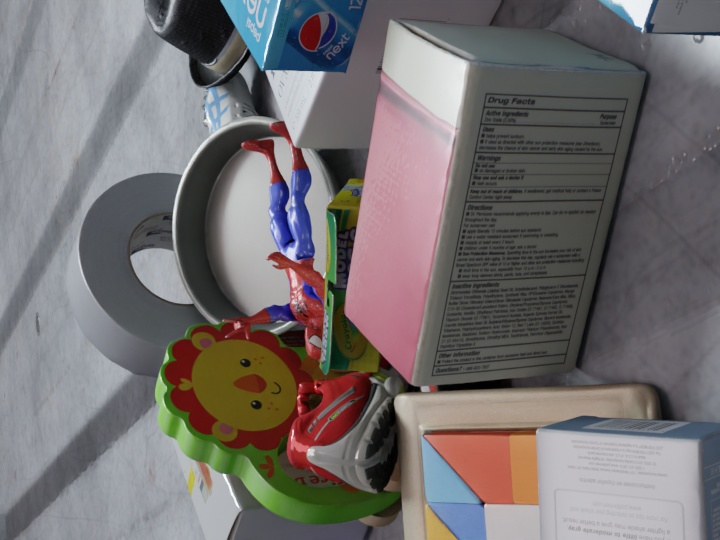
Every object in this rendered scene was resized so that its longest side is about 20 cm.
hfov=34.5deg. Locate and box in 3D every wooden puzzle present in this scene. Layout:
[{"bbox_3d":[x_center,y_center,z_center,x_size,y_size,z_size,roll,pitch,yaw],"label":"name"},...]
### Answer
[{"bbox_3d":[0.101,0.169,0.727,0.197,0.037,0.189,-7,87,38],"label":"wooden puzzle"}]

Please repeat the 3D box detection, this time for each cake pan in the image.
[{"bbox_3d":[-0.091,-0.039,1.071,0.197,0.036,0.205,1,91,34],"label":"cake pan"}]

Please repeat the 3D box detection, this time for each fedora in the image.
[{"bbox_3d":[-0.156,-0.289,1.150,0.199,0.090,0.204,-25,59,49],"label":"fedora"}]

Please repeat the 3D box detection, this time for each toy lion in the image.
[{"bbox_3d":[-0.071,0.123,0.963,0.202,0.189,0.069,63,144,38],"label":"toy lion"}]

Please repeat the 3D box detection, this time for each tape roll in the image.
[{"bbox_3d":[-0.189,0.005,1.159,0.066,0.197,0.203,-51,49,51],"label":"tape roll"}]

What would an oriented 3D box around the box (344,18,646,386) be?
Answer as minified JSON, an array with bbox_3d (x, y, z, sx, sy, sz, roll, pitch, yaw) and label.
[{"bbox_3d":[0.077,-0.044,0.727,0.109,0.126,0.204,42,128,54],"label":"box"}]

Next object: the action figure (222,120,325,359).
[{"bbox_3d":[-0.074,-0.020,0.977,0.065,0.098,0.204,-25,77,45],"label":"action figure"}]

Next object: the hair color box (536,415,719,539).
[{"bbox_3d":[0.156,0.186,0.634,0.098,0.060,0.204,-2,90,39],"label":"hair color box"}]

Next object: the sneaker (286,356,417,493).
[{"bbox_3d":[-0.004,0.094,0.862,0.200,0.083,0.079,-43,-41,-71],"label":"sneaker"}]

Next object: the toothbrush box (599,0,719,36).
[{"bbox_3d":[0.149,-0.233,0.615,0.201,0.084,0.148,53,138,46],"label":"toothbrush box"}]

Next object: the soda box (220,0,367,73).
[{"bbox_3d":[-0.065,-0.218,0.796,0.201,0.063,0.069,59,141,41],"label":"soda box"}]

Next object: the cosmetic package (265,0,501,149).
[{"bbox_3d":[0.001,-0.233,0.867,0.201,0.121,0.202,-63,39,44],"label":"cosmetic package"}]

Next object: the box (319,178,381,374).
[{"bbox_3d":[0.000,0.000,0.868,0.200,0.047,0.120,-59,-28,-77],"label":"box"}]

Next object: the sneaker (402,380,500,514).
[{"bbox_3d":[0.060,0.118,0.840,0.108,0.066,0.205,-39,61,53],"label":"sneaker"}]

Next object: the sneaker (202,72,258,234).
[{"bbox_3d":[-0.113,-0.122,1.173,0.072,0.071,0.203,-25,61,28],"label":"sneaker"}]

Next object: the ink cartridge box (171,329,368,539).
[{"bbox_3d":[-0.084,0.155,1.044,0.201,0.143,0.084,61,141,40],"label":"ink cartridge box"}]
